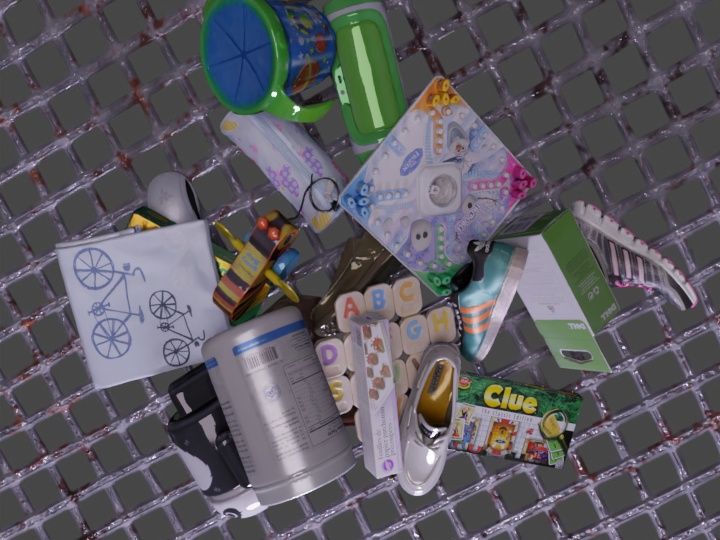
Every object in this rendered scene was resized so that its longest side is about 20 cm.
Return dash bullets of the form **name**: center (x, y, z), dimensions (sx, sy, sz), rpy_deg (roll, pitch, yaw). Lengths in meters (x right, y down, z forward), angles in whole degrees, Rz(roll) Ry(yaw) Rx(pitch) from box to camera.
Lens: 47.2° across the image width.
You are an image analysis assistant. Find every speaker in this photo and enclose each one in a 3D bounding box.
- **speaker**: center (0.011, -0.240, 1.040), dimensions (0.087, 0.088, 0.204), rpy_deg (-13, 97, 6)

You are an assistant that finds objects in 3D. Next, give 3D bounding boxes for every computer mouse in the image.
- **computer mouse**: center (-0.241, -0.031, 1.105), dimensions (0.108, 0.044, 0.204), rpy_deg (-17, 96, 7)

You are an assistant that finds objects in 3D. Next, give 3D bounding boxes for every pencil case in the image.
- **pencil case**: center (-0.090, -0.141, 1.057), dimensions (0.083, 0.091, 0.200), rpy_deg (-43, 92, 12)

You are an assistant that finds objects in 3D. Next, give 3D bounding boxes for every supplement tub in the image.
- **supplement tub**: center (-0.098, 0.157, 0.975), dimensions (0.130, 0.132, 0.203), rpy_deg (-21, 87, 6)

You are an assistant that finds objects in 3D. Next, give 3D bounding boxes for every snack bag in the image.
- **snack bag**: center (-0.263, 0.037, 1.028), dimensions (0.196, 0.021, 0.192), rpy_deg (-13, 103, -2)

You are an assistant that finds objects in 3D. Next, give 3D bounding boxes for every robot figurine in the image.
- **robot figurine**: center (-0.174, 0.222, 1.070), dimensions (0.123, 0.150, 0.202), rpy_deg (-24, 100, 24)

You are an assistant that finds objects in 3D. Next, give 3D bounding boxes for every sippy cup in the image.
- **sippy cup**: center (-0.102, -0.264, 0.986), dimensions (0.138, 0.129, 0.182), rpy_deg (1, 107, 40)

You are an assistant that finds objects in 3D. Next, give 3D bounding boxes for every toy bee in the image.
- **toy bee**: center (-0.116, -0.032, 0.966), dimensions (0.129, 0.109, 0.204), rpy_deg (19, 92, 10)

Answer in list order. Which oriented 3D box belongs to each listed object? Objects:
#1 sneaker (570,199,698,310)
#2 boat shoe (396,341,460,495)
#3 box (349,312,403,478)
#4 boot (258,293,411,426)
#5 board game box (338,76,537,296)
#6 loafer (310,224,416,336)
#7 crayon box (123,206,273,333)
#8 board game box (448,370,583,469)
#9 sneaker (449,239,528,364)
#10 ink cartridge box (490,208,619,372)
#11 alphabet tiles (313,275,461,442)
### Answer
- **sneaker**: center (0.335, -0.002, 1.057), dimensions (0.199, 0.074, 0.088), rpy_deg (36, 98, 4)
- **boat shoe**: center (0.086, 0.194, 1.032), dimensions (0.070, 0.070, 0.204), rpy_deg (15, 100, 2)
- **box**: center (0.020, 0.155, 1.022), dimensions (0.038, 0.041, 0.204), rpy_deg (-12, 104, -22)
- **boot**: center (-0.029, 0.111, 1.106), dimensions (0.183, 0.064, 0.204), rpy_deg (-20, 88, -4)
- **board game box**: center (0.103, -0.100, 1.029), dimensions (0.200, 0.026, 0.201), rpy_deg (41, 87, -24)
- **loafer**: center (0.000, 0.000, 1.076), dimensions (0.067, 0.076, 0.200), rpy_deg (38, 79, 23)
- **crayon box**: center (-0.224, 0.019, 1.066), dimensions (0.197, 0.058, 0.120), rpy_deg (28, 100, -7)
- **board game box**: center (0.191, 0.198, 1.094), dimensions (0.196, 0.023, 0.107), rpy_deg (11, 98, -12)
- **sneaker**: center (0.148, 0.036, 1.044), dimensions (0.079, 0.072, 0.202), rpy_deg (20, 134, 7)
- **ink cartridge box**: center (0.255, 0.027, 1.037), dimensions (0.059, 0.103, 0.202), rpy_deg (-36, 104, -24)
- **alphabet tiles**: center (0.037, 0.114, 1.051), dimensions (0.196, 0.015, 0.200), rpy_deg (-14, 103, -20)
